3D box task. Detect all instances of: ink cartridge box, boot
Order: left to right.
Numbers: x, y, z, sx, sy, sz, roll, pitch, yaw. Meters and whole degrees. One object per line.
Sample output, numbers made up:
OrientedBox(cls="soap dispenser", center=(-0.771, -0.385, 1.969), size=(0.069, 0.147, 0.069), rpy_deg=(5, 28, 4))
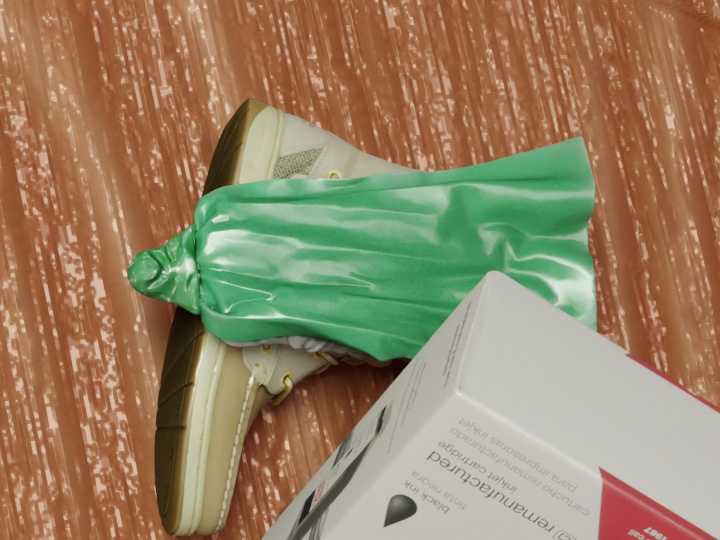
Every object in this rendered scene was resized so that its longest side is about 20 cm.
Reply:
OrientedBox(cls="boot", center=(-0.006, 0.035, 1.023), size=(0.154, 0.072, 0.200), rpy_deg=(16, 73, -16))
OrientedBox(cls="ink cartridge box", center=(0.055, 0.119, 0.946), size=(0.147, 0.200, 0.083), rpy_deg=(31, 38, -8))

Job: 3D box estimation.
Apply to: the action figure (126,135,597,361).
OrientedBox(cls="action figure", center=(0.000, 0.000, 0.968), size=(0.200, 0.055, 0.118), rpy_deg=(1, 74, -13))
